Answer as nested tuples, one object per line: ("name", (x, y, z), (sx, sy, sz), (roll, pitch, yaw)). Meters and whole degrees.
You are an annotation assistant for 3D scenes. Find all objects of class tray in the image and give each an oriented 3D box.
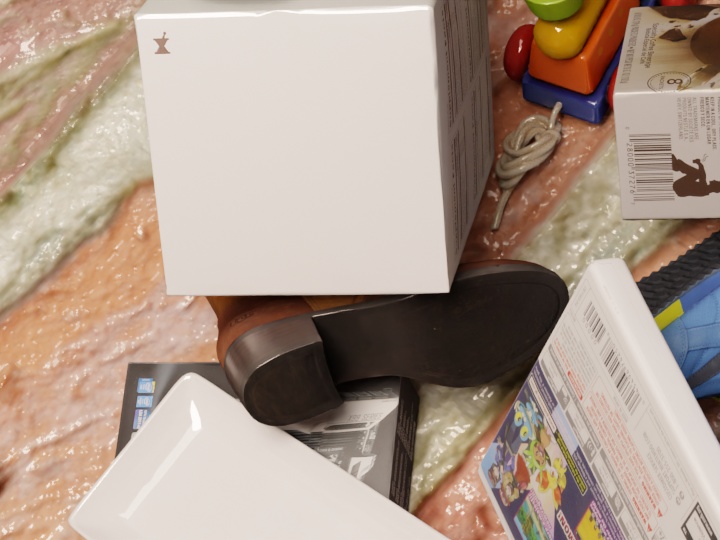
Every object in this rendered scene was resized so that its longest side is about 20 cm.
("tray", (-0.046, 0.142, 1.279), (0.200, 0.022, 0.108), (31, 74, 26))

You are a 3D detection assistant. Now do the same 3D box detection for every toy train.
("toy train", (0.112, -0.130, 1.383), (0.084, 0.116, 0.201), (20, 70, 24))

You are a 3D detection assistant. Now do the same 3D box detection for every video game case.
("video game case", (0.130, 0.127, 1.215), (0.023, 0.183, 0.201), (-8, 55, -26))

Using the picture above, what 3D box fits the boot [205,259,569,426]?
("boot", (0.000, 0.000, 1.363), (0.187, 0.069, 0.200), (-22, 31, -3))

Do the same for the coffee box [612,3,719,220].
("coffee box", (0.239, -0.087, 1.317), (0.199, 0.080, 0.113), (-1, 29, 12))

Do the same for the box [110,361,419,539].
("box", (-0.057, 0.148, 1.321), (0.157, 0.050, 0.201), (0, 62, 14))

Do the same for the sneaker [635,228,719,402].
("sneaker", (0.205, 0.021, 1.318), (0.199, 0.079, 0.066), (-30, 16, -18))

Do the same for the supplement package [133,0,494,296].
("supplement package", (-0.017, -0.093, 1.309), (0.151, 0.152, 0.200), (-1, 22, 10))
